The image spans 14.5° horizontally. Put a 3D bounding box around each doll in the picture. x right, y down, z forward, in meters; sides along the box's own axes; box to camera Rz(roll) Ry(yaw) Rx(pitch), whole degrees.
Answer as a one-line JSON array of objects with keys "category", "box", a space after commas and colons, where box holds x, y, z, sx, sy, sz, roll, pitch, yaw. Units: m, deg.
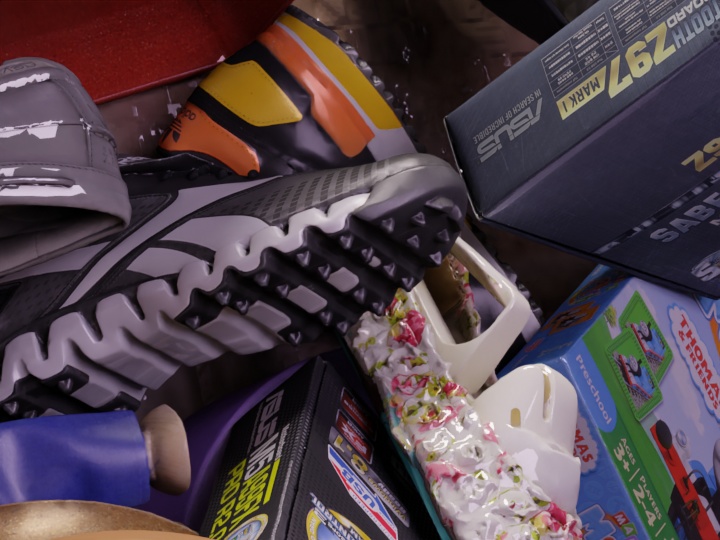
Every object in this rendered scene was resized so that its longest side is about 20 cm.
[{"category": "doll", "box": [-0.151, 0.101, 0.909, 0.199, 0.048, 0.137, -9, 96, -15]}]

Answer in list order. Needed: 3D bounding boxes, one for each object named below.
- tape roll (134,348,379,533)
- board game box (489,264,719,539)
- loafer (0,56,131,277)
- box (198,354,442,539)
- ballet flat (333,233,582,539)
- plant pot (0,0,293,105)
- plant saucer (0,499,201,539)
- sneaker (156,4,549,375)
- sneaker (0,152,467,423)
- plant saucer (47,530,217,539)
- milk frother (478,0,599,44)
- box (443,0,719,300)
[{"category": "tape roll", "box": [0.004, 0.132, 1.034, 0.199, 0.066, 0.201, 11, 69, -32]}, {"category": "board game box", "box": [0.127, 0.070, 1.103, 0.152, 0.036, 0.200, 64, 27, -9]}, {"category": "loafer", "box": [-0.171, -0.007, 0.924, 0.199, 0.070, 0.070, -23, 62, -13]}, {"category": "box", "box": [0.029, 0.139, 0.926, 0.200, 0.044, 0.160, 48, 15, -11]}, {"category": "ballet flat", "box": [0.036, 0.039, 0.970, 0.076, 0.064, 0.200, 36, 20, -50]}, {"category": "plant pot", "box": [-0.116, -0.171, 0.984, 0.200, 0.200, 0.177, -21, 76, -38]}, {"category": "plant saucer", "box": [-0.100, 0.174, 0.900, 0.199, 0.035, 0.201, -5, 105, -18]}, {"category": "sneaker", "box": [0.000, 0.000, 1.086, 0.090, 0.070, 0.200, -37, 109, -6]}, {"category": "sneaker", "box": [-0.059, -0.010, 0.974, 0.066, 0.199, 0.091, 33, 38, -54]}, {"category": "plant saucer", "box": [-0.061, 0.165, 0.840, 0.200, 0.200, 0.037, 48, 18, -12]}, {"category": "milk frother", "box": [0.105, -0.186, 1.174, 0.188, 0.180, 0.200, -49, 136, -3]}, {"category": "box", "box": [0.153, -0.071, 1.019, 0.157, 0.200, 0.051, 18, 44, -46]}]
